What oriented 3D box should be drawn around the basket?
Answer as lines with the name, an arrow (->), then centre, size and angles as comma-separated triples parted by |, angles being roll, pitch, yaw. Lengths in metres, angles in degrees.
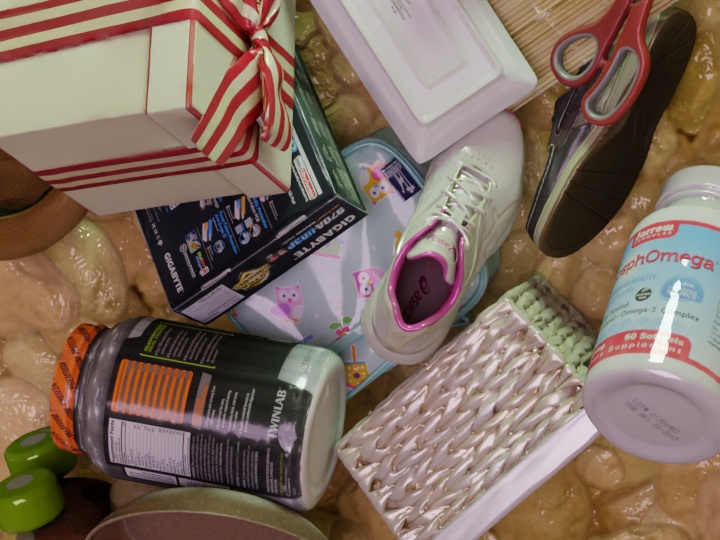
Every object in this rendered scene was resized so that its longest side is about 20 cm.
basket -> 0.096, 0.110, 1.753 | 0.200, 0.136, 0.124 | -41, 85, 18

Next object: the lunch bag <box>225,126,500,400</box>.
lunch bag -> 0.000, 0.000, 1.784 | 0.200, 0.077, 0.161 | -37, 89, 19

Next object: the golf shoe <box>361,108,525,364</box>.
golf shoe -> 0.068, -0.028, 1.681 | 0.075, 0.092, 0.201 | 24, 81, 0

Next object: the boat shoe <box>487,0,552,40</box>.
boat shoe -> 0.114, -0.233, 1.717 | 0.074, 0.062, 0.201 | 13, 116, 9

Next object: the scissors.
scissors -> 0.199, -0.192, 1.641 | 0.073, 0.014, 0.200 | 45, 118, 23

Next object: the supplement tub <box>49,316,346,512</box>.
supplement tub -> -0.119, 0.102, 1.739 | 0.199, 0.123, 0.123 | 10, 103, 14

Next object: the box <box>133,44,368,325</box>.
box -> -0.099, -0.085, 1.762 | 0.159, 0.046, 0.201 | -34, 60, 19

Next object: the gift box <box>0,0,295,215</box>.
gift box -> -0.146, -0.145, 1.659 | 0.186, 0.200, 0.186 | -8, 73, 21

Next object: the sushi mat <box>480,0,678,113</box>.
sushi mat -> 0.131, -0.185, 1.691 | 0.200, 0.012, 0.096 | -33, 100, 27

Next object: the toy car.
toy car -> -0.162, 0.198, 1.841 | 0.199, 0.158, 0.165 | -17, 108, 6

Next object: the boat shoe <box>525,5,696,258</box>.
boat shoe -> 0.172, -0.107, 1.723 | 0.066, 0.072, 0.202 | 37, 105, 40

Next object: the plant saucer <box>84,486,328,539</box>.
plant saucer -> -0.101, 0.204, 1.733 | 0.199, 0.201, 0.037 | 1, 59, 15

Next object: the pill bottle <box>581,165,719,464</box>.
pill bottle -> 0.228, 0.027, 1.659 | 0.108, 0.201, 0.109 | 13, 143, 10

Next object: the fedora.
fedora -> -0.278, -0.105, 1.837 | 0.199, 0.082, 0.202 | 3, 102, 16

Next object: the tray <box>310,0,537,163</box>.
tray -> 0.030, -0.187, 1.687 | 0.107, 0.022, 0.201 | -33, 86, 3
